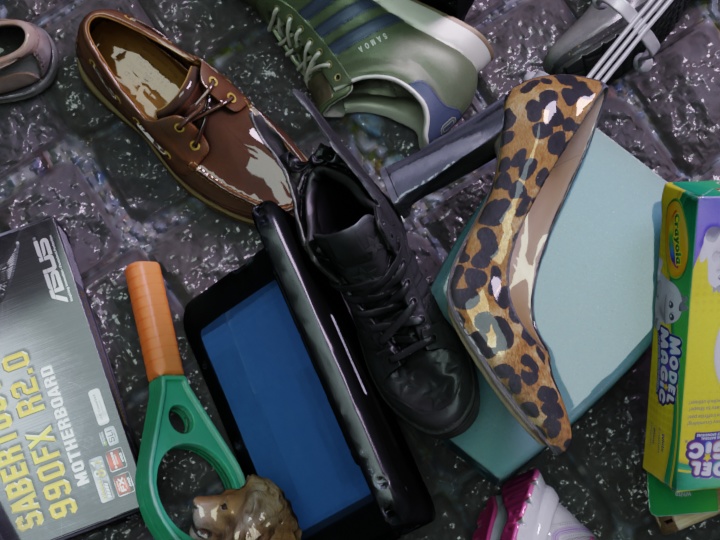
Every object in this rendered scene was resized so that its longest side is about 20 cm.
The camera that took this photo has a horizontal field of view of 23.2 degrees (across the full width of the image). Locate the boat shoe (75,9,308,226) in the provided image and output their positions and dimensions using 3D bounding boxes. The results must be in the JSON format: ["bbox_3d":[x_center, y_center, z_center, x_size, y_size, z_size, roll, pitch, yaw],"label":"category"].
[{"bbox_3d":[-0.112,-0.101,1.160,0.199,0.068,0.072,39,81,8],"label":"boat shoe"}]

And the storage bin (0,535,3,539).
[{"bbox_3d":[-0.313,0.211,1.052,0.199,0.094,0.136,-34,79,17],"label":"storage bin"}]

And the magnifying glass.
[{"bbox_3d":[-0.119,0.089,1.128,0.079,0.022,0.202,4,62,-44],"label":"magnifying glass"}]

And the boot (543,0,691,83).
[{"bbox_3d":[0.171,-0.218,1.192,0.200,0.068,0.131,-40,72,-10],"label":"boot"}]

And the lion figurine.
[{"bbox_3d":[-0.052,0.211,1.015,0.072,0.200,0.123,27,99,-37],"label":"lion figurine"}]

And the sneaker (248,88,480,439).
[{"bbox_3d":[0.003,-0.001,1.006,0.060,0.104,0.201,-27,67,11],"label":"sneaker"}]

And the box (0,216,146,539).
[{"bbox_3d":[-0.237,0.086,1.133,0.157,0.048,0.202,-19,79,-3],"label":"box"}]

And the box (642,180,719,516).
[{"bbox_3d":[0.229,0.050,1.025,0.116,0.048,0.203,-3,106,-18],"label":"box"}]

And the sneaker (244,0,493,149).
[{"bbox_3d":[-0.017,-0.148,1.168,0.198,0.067,0.091,24,74,2],"label":"sneaker"}]

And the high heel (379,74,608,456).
[{"bbox_3d":[0.113,-0.010,0.999,0.142,0.071,0.202,-29,75,6],"label":"high heel"}]

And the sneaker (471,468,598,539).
[{"bbox_3d":[0.101,0.225,1.067,0.088,0.081,0.201,31,62,-13],"label":"sneaker"}]

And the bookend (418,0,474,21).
[{"bbox_3d":[0.001,-0.266,1.126,0.199,0.199,0.093,29,82,7],"label":"bookend"}]

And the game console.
[{"bbox_3d":[-0.046,0.081,1.058,0.115,0.176,0.202,-26,79,6],"label":"game console"}]

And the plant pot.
[{"bbox_3d":[0.112,0.027,1.097,0.141,0.141,0.201,37,84,8],"label":"plant pot"}]

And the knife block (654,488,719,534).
[{"bbox_3d":[0.298,0.100,1.115,0.174,0.064,0.202,22,79,6],"label":"knife block"}]

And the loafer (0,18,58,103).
[{"bbox_3d":[-0.304,-0.136,1.172,0.197,0.063,0.073,-12,79,-2],"label":"loafer"}]

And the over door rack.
[{"bbox_3d":[0.211,-0.111,1.130,0.200,0.067,0.148,42,88,-25],"label":"over door rack"}]
